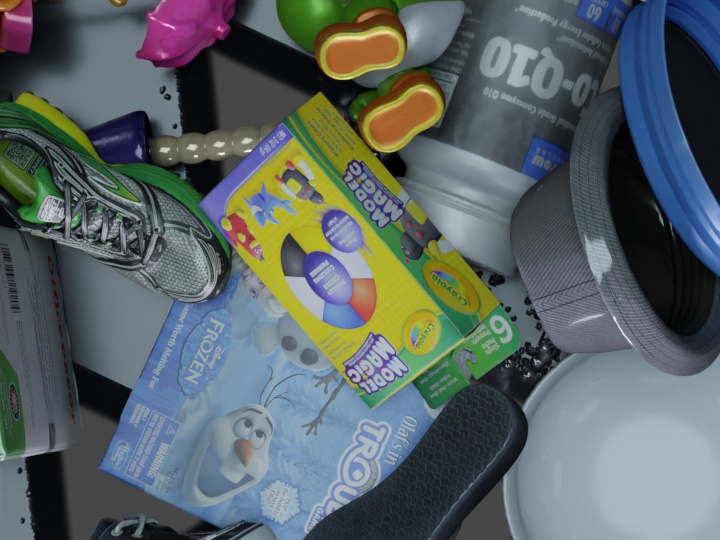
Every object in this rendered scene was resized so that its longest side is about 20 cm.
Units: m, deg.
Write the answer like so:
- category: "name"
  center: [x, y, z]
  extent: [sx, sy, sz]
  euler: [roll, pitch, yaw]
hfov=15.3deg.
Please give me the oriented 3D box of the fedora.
- category: "fedora"
  center: [0.154, -0.015, 1.645]
  extent: [0.090, 0.200, 0.178]
  euler: [-20, 109, 29]

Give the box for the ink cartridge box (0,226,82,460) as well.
- category: "ink cartridge box"
  center: [-0.245, 0.050, 1.688]
  extent: [0.084, 0.200, 0.147]
  euler: [-9, 86, 6]

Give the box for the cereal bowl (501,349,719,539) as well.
- category: "cereal bowl"
  center: [0.190, 0.134, 1.714]
  extent: [0.198, 0.083, 0.202]
  euler: [0, 87, 4]

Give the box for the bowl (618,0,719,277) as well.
- category: "bowl"
  center: [0.224, -0.084, 1.671]
  extent: [0.039, 0.200, 0.202]
  euler: [-23, 86, 30]

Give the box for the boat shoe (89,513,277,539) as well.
- category: "boat shoe"
  center: [-0.148, 0.189, 1.729]
  extent: [0.199, 0.072, 0.068]
  euler: [-23, 85, 23]

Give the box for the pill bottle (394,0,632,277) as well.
- category: "pill bottle"
  center: [0.090, -0.105, 1.714]
  extent: [0.113, 0.114, 0.201]
  euler: [20, 89, 4]

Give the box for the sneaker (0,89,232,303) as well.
- category: "sneaker"
  center: [-0.173, -0.035, 1.703]
  extent: [0.199, 0.085, 0.078]
  euler: [29, 114, 3]

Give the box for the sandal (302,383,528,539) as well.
- category: "sandal"
  center: [0.034, 0.160, 1.692]
  extent: [0.200, 0.043, 0.076]
  euler: [-44, 54, 8]

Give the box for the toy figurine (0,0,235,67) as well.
- category: "toy figurine"
  center: [-0.168, -0.205, 1.748]
  extent: [0.183, 0.150, 0.201]
  euler: [6, 63, -9]

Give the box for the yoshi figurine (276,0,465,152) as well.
- category: "yoshi figurine"
  center: [-0.007, -0.149, 1.690]
  extent: [0.111, 0.200, 0.113]
  euler: [17, 116, -11]

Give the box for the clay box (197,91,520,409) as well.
- category: "clay box"
  center: [0.000, 0.000, 1.669]
  extent: [0.200, 0.115, 0.048]
  euler: [50, 49, 0]

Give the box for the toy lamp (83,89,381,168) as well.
- category: "toy lamp"
  center: [-0.087, -0.082, 1.755]
  extent: [0.198, 0.058, 0.059]
  euler: [-4, 88, 1]

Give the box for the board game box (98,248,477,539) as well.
- category: "board game box"
  center: [-0.041, 0.081, 1.750]
  extent: [0.198, 0.043, 0.201]
  euler: [24, 90, 3]
